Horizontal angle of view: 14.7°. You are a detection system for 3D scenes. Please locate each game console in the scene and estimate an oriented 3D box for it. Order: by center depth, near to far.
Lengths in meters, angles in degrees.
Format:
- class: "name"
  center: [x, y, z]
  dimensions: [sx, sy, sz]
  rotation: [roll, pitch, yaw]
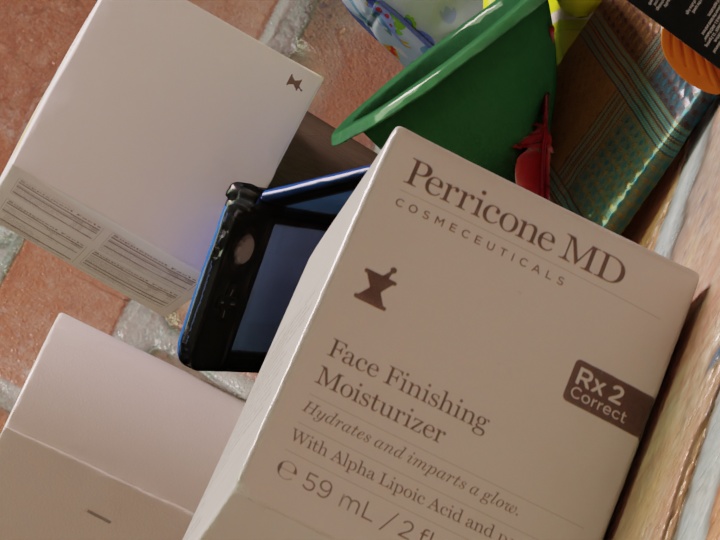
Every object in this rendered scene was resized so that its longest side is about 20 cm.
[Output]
- class: "game console"
  center: [0.000, 0.000, 1.754]
  dimensions: [0.200, 0.118, 0.172]
  rotation: [6, -76, -62]

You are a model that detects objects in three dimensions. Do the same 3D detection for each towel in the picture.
- class: "towel"
  center: [0.125, -0.060, 1.594]
  dimensions: [0.200, 0.022, 0.147]
  rotation: [-55, 31, 22]

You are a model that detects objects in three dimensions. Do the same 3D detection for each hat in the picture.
- class: "hat"
  center: [0.093, -0.051, 1.605]
  dimensions: [0.200, 0.176, 0.165]
  rotation: [-41, 8, -31]

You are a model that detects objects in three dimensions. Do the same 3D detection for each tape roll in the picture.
- class: "tape roll"
  center: [-0.164, 0.145, 1.703]
  dimensions: [0.204, 0.138, 0.203]
  rotation: [-63, 5, 11]

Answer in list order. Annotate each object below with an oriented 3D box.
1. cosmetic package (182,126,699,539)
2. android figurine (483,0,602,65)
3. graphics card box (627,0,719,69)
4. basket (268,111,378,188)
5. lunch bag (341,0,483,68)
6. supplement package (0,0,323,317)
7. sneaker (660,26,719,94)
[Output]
- class: "cosmetic package"
  center: [0.032, 0.077, 1.310]
  dimensions: [0.201, 0.164, 0.165]
  rotation: [-67, 5, -26]
- class: "android figurine"
  center: [0.115, -0.173, 1.717]
  dimensions: [0.182, 0.041, 0.202]
  rotation: [167, 103, -76]
- class: "graphics card box"
  center: [0.144, -0.189, 1.312]
  dimensions: [0.051, 0.199, 0.126]
  rotation: [-47, -10, -45]
- class: "basket"
  center: [0.010, -0.010, 1.944]
  dimensions: [0.137, 0.199, 0.180]
  rotation: [-61, 5, 20]
- class: "lunch bag"
  center: [0.096, -0.187, 1.869]
  dimensions: [0.161, 0.200, 0.082]
  rotation: [-46, 0, -14]
- class: "supplement package"
  center: [-0.140, -0.080, 1.827]
  dimensions: [0.152, 0.150, 0.200]
  rotation: [-63, 8, -13]
- class: "sneaker"
  center: [0.211, -0.188, 1.380]
  dimensions: [0.201, 0.075, 0.092]
  rotation: [-60, 0, 32]
